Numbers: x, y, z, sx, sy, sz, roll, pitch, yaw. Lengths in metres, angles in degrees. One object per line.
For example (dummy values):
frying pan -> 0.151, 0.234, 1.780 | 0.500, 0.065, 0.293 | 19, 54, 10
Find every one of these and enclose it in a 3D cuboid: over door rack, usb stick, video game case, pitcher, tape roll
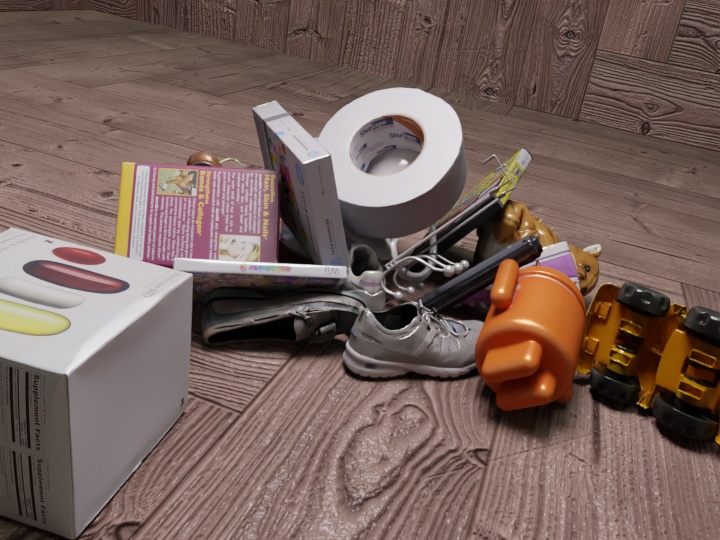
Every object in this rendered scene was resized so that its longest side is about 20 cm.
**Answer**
over door rack -> 0.120, -0.042, 0.859 | 0.067, 0.200, 0.147 | 45, 14, 8
usb stick -> 0.142, 0.015, 0.901 | 0.033, 0.197, 0.055 | 62, 13, 11
video game case -> 0.165, -0.090, 1.078 | 0.026, 0.199, 0.181 | 46, 40, -6
pitcher -> 0.071, -0.098, 1.011 | 0.171, 0.121, 0.201 | 41, 65, -3
video game case -> -0.127, 0.017, 0.846 | 0.194, 0.019, 0.143 | 2, -17, -16
tape roll -> 0.039, -0.143, 0.920 | 0.194, 0.067, 0.205 | -8, 56, 11

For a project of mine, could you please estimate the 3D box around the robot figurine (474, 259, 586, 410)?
robot figurine -> 0.200, 0.075, 0.816 | 0.141, 0.118, 0.201 | 28, 40, 7

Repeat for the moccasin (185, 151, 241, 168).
moccasin -> -0.207, -0.117, 1.011 | 0.071, 0.080, 0.202 | 0, -19, 6

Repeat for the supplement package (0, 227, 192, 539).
supplement package -> -0.274, 0.079, 0.596 | 0.195, 0.151, 0.192 | 13, 24, 10

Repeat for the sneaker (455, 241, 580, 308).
sneaker -> 0.201, 0.045, 0.957 | 0.196, 0.117, 0.072 | -18, -6, 17

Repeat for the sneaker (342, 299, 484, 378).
sneaker -> 0.077, 0.075, 0.826 | 0.195, 0.084, 0.075 | -3, 26, -28

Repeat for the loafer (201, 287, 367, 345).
loafer -> -0.089, 0.065, 0.823 | 0.194, 0.073, 0.064 | 1, 43, -2

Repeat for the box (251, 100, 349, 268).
box -> -0.078, -0.109, 0.902 | 0.040, 0.159, 0.200 | -20, 37, -17

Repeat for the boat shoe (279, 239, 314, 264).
boat shoe -> -0.149, -0.029, 0.974 | 0.195, 0.076, 0.076 | 14, 23, 9

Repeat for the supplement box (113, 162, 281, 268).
supplement box -> -0.200, -0.052, 0.885 | 0.194, 0.135, 0.103 | 3, -17, -8

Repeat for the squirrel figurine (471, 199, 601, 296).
squirrel figurine -> 0.273, -0.033, 1.084 | 0.182, 0.145, 0.201 | 15, 26, -5

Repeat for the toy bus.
toy bus -> 0.387, 0.100, 0.857 | 0.197, 0.139, 0.190 | 24, 14, 35

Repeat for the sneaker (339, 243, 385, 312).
sneaker -> 0.000, 0.000, 0.941 | 0.073, 0.102, 0.201 | 1, 24, -15

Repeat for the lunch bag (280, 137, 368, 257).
lunch bag -> -0.026, -0.119, 1.107 | 0.197, 0.174, 0.126 | -16, 30, -42
